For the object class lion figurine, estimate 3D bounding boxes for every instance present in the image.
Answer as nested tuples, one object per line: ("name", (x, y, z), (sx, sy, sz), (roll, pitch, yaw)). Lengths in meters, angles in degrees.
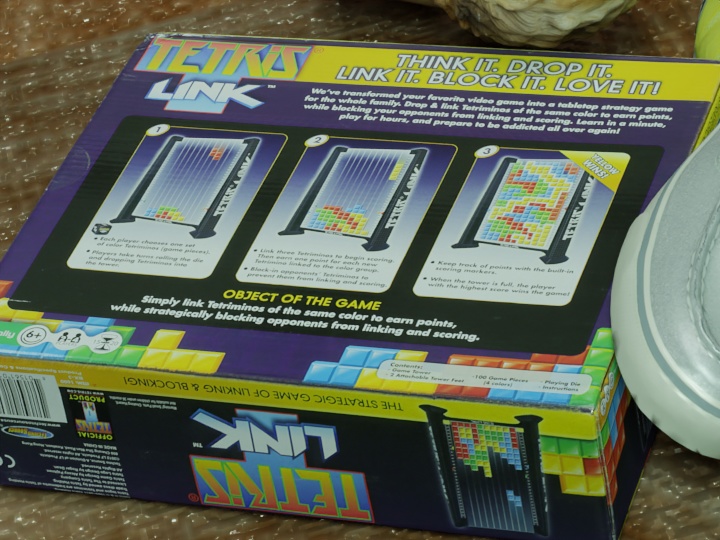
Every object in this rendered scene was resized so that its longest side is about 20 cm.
("lion figurine", (0.032, -0.111, 0.996), (0.122, 0.073, 0.200), (-30, 18, -35))

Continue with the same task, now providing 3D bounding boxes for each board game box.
("board game box", (0.000, 0.000, 0.900), (0.199, 0.057, 0.166), (5, 39, 21))

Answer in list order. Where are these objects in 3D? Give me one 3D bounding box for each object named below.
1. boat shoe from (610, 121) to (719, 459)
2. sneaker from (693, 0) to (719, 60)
("boat shoe", (0.132, -0.033, 0.838), (0.070, 0.072, 0.201), (35, 49, 1))
("sneaker", (0.150, -0.117, 0.986), (0.075, 0.077, 0.200), (4, 42, 17))
